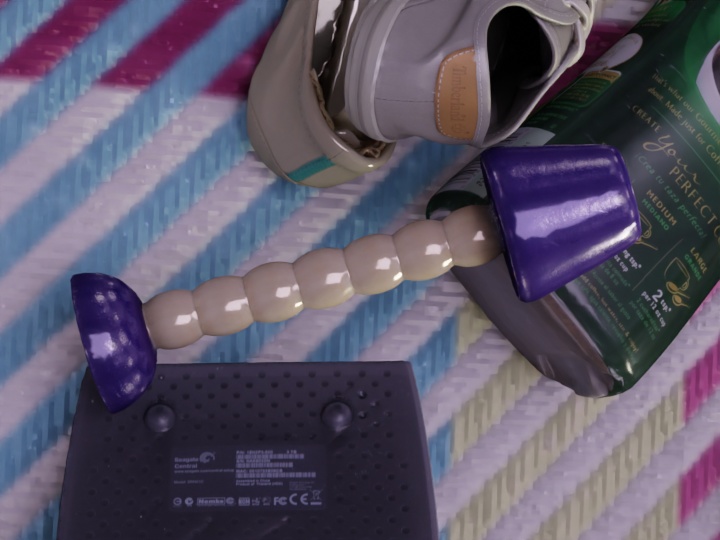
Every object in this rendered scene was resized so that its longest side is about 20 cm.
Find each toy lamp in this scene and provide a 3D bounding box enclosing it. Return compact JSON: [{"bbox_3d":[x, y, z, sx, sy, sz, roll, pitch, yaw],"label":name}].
[{"bbox_3d":[0.000,0.000,0.914,0.199,0.058,0.059,-18,96,1],"label":"toy lamp"}]

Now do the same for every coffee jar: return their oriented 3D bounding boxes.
[{"bbox_3d":[0.126,-0.052,1.009,0.200,0.085,0.104,-43,101,-16],"label":"coffee jar"}]

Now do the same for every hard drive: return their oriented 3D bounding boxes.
[{"bbox_3d":[-0.039,0.119,0.895,0.134,0.042,0.201,-1,49,-1],"label":"hard drive"}]

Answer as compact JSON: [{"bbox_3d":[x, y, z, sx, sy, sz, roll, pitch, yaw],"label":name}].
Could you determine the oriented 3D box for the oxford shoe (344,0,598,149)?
[{"bbox_3d":[0.064,-0.100,0.961,0.200,0.057,0.076,-44,140,-48],"label":"oxford shoe"}]

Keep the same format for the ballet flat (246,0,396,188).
[{"bbox_3d":[0.014,-0.126,0.975,0.069,0.069,0.201,19,82,-21],"label":"ballet flat"}]
